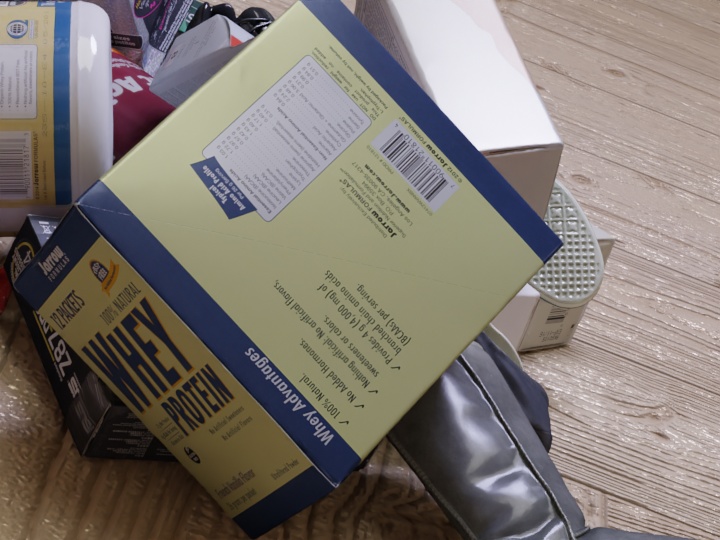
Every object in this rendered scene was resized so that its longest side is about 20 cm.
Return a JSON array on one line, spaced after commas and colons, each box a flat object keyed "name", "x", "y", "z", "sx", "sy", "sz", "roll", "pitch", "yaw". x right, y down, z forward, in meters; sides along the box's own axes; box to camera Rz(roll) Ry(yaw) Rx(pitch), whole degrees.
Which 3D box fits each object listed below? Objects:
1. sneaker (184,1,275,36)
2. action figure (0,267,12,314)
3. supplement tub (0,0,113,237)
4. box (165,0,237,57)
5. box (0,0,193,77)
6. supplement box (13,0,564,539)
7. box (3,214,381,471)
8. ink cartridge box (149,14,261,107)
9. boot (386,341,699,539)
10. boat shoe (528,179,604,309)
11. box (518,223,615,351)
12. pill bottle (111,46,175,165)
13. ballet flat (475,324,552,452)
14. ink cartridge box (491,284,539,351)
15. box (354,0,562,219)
[{"name": "sneaker", "x": -0.065, "y": -0.133, "z": 1.580, "sx": 0.199, "sy": 0.091, "sz": 0.076, "roll": 26, "pitch": 17, "yaw": 38}, {"name": "action figure", "x": -0.279, "y": 0.014, "z": 1.274, "sx": 0.065, "sy": 0.099, "sz": 0.200, "roll": 28, "pitch": -2, "yaw": 22}, {"name": "supplement tub", "x": -0.252, "y": -0.092, "z": 1.382, "sx": 0.198, "sy": 0.146, "sz": 0.145, "roll": 0, "pitch": 24, "yaw": -6}, {"name": "box", "x": -0.099, "y": -0.138, "z": 1.721, "sx": 0.199, "sy": 0.145, "sz": 0.037, "roll": 23, "pitch": 60, "yaw": 3}, {"name": "box", "x": -0.224, "y": -0.237, "z": 1.619, "sx": 0.199, "sy": 0.115, "sz": 0.133, "roll": 15, "pitch": 60, "yaw": 16}, {"name": "supplement box", "x": -0.040, "y": -0.004, "z": 1.219, "sx": 0.200, "sy": 0.134, "sz": 0.200, "roll": 47, "pitch": 62, "yaw": -2}, {"name": "box", "x": -0.096, "y": 0.043, "z": 1.341, "sx": 0.199, "sy": 0.049, "sz": 0.162, "roll": 6, "pitch": 38, "yaw": -36}, {"name": "ink cartridge box", "x": -0.022, "y": -0.103, "z": 1.390, "sx": 0.162, "sy": 0.057, "sz": 0.200, "roll": 33, "pitch": -24, "yaw": -20}, {"name": "boot", "x": 0.107, "y": 0.126, "z": 1.313, "sx": 0.181, "sy": 0.073, "sz": 0.200, "roll": 4, "pitch": 35, "yaw": -38}, {"name": "boat shoe", "x": 0.096, "y": -0.045, "z": 1.587, "sx": 0.200, "sy": 0.075, "sz": 0.062, "roll": 43, "pitch": -12, "yaw": 22}, {"name": "box", "x": 0.080, "y": -0.030, "z": 1.684, "sx": 0.199, "sy": 0.096, "sz": 0.078, "roll": 33, "pitch": 22, "yaw": 30}, {"name": "pill bottle", "x": -0.152, "y": -0.070, "z": 1.516, "sx": 0.114, "sy": 0.115, "sz": 0.200, "roll": -3, "pitch": 31, "yaw": -48}, {"name": "ballet flat", "x": 0.053, "y": 0.044, "z": 1.411, "sx": 0.200, "sy": 0.073, "sz": 0.073, "roll": 46, "pitch": 11, "yaw": -23}, {"name": "ink cartridge box", "x": 0.000, "y": 0.000, "z": 1.538, "sx": 0.144, "sy": 0.085, "sz": 0.200, "roll": 3, "pitch": 27, "yaw": -41}, {"name": "box", "x": 0.061, "y": -0.119, "z": 1.517, "sx": 0.077, "sy": 0.095, "sz": 0.201, "roll": -8, "pitch": 51, "yaw": -17}]
